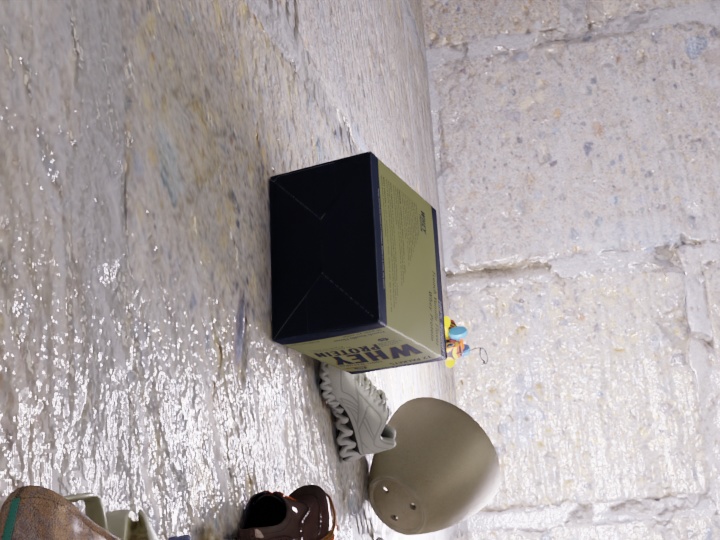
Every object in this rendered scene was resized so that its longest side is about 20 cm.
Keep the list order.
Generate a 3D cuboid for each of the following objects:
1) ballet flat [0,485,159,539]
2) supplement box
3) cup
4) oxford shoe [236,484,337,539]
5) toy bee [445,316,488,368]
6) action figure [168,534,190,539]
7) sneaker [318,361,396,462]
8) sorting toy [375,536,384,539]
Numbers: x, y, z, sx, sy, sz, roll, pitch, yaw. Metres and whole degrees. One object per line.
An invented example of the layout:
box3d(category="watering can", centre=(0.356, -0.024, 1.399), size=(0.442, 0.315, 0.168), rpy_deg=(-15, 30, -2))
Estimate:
box3d(category="ballet flat", centre=(-0.151, 0.170, 0.601), size=(0.200, 0.067, 0.068), rpy_deg=(67, 13, -62))
box3d(category="supplement box", centre=(0.000, 0.000, 1.190), size=(0.200, 0.133, 0.202), rpy_deg=(31, 52, -59))
box3d(category="cup", centre=(0.091, 0.312, 1.519), size=(0.143, 0.199, 0.202), rpy_deg=(-35, 122, -47))
box3d(category="oxford shoe", centre=(-0.069, 0.239, 0.973), size=(0.200, 0.071, 0.073), rpy_deg=(-43, 121, -76))
box3d(category="toy bee", centre=(0.216, 0.177, 2.464), size=(0.200, 0.108, 0.132), rpy_deg=(174, -100, -76))
box3d(category="action figure", centre=(-0.084, 0.289, 0.783), size=(0.193, 0.104, 0.202), rpy_deg=(-52, 134, -82))
box3d(category="sneaker", centre=(-0.004, 0.164, 1.328), size=(0.075, 0.080, 0.201), rpy_deg=(-79, 158, -52))
box3d(category="sorting toy", centre=(0.045, 0.468, 1.378), size=(0.201, 0.106, 0.181), rpy_deg=(71, 10, -48))
